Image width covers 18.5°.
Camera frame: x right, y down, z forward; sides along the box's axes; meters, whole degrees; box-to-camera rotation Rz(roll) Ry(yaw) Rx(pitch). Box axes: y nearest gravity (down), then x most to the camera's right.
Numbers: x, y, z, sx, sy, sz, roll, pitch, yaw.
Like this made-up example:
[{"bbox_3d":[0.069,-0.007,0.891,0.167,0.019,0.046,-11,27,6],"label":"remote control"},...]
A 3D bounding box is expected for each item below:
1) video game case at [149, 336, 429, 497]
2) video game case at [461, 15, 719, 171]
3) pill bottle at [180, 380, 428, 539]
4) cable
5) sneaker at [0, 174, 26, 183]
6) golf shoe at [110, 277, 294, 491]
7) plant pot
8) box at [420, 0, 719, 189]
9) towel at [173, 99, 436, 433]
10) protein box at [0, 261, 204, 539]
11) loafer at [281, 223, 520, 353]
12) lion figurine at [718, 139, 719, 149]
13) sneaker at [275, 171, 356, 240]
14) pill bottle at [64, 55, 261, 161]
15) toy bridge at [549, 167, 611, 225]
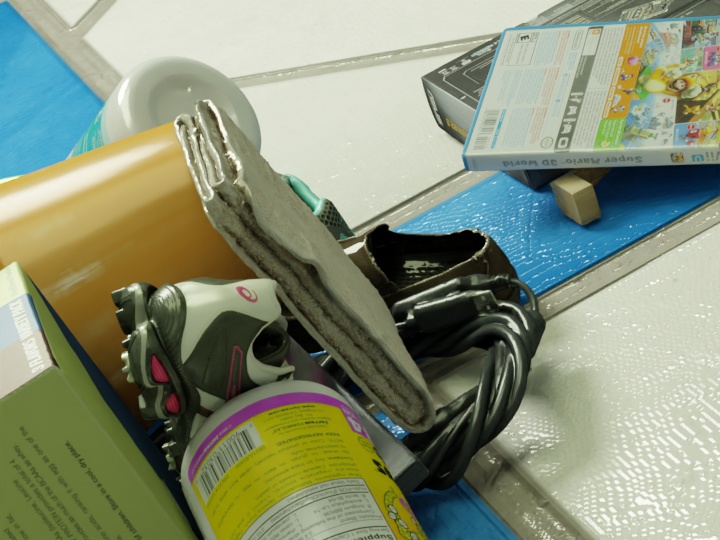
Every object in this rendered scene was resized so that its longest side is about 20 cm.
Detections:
[{"bbox_3d":[-0.059,0.120,1.299,0.143,0.019,0.200,-43,33,-5],"label":"video game case"},{"bbox_3d":[0.180,-0.122,1.512,0.200,0.018,0.143,-1,43,21],"label":"video game case"},{"bbox_3d":[-0.014,0.155,1.132,0.104,0.104,0.200,-26,45,-5],"label":"pill bottle"},{"bbox_3d":[0.020,0.083,1.330,0.200,0.051,0.163,-21,35,22],"label":"cable"},{"bbox_3d":[-0.302,0.003,1.701,0.200,0.077,0.084,-39,38,-10],"label":"sneaker"},{"bbox_3d":[-0.074,0.067,1.217,0.088,0.200,0.077,-15,63,-1],"label":"golf shoe"},{"bbox_3d":[-0.150,0.008,1.329,0.183,0.200,0.200,-31,26,7],"label":"plant pot"},{"bbox_3d":[0.166,-0.147,1.620,0.200,0.048,0.158,-30,29,-12],"label":"box"},{"bbox_3d":[-0.030,-0.005,1.256,0.034,0.200,0.133,-37,31,8],"label":"towel"},{"bbox_3d":[-0.206,0.146,1.192,0.200,0.199,0.135,-33,29,-1],"label":"protein box"},{"bbox_3d":[0.000,0.000,1.411,0.200,0.071,0.073,-8,46,3],"label":"loafer"},{"bbox_3d":[0.294,-0.061,1.341,0.200,0.073,0.123,-25,60,-18],"label":"lion figurine"},{"bbox_3d":[-0.054,-0.033,1.541,0.078,0.091,0.200,-33,29,-21],"label":"sneaker"},{"bbox_3d":[-0.158,-0.057,1.577,0.111,0.111,0.200,-49,2,-40],"label":"pill bottle"},{"bbox_3d":[0.216,-0.096,1.515,0.200,0.027,0.067,-30,27,-12],"label":"toy bridge"}]
